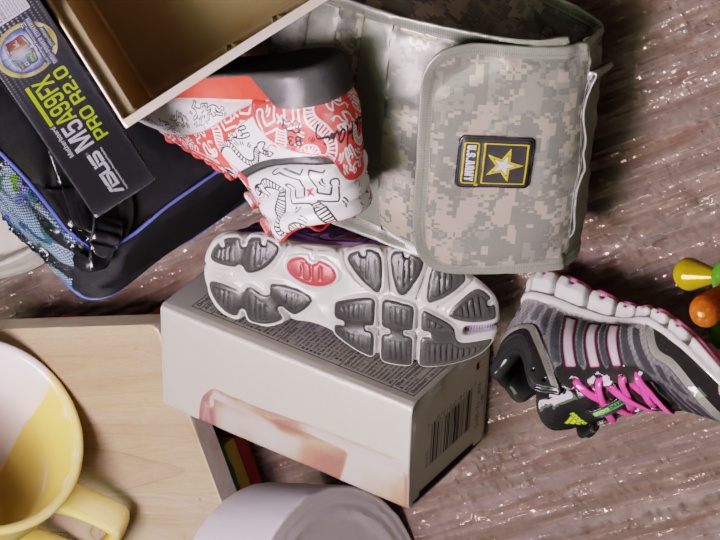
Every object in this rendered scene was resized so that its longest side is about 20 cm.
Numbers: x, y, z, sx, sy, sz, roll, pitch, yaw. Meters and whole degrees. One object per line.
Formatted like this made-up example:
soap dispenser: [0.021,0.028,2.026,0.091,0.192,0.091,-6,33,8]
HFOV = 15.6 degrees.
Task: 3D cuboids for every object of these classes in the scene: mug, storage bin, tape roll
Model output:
mug: [-0.280,0.162,1.872,0.187,0.149,0.153,51,143,9]
storage bin: [-0.094,-0.219,1.457,0.200,0.094,0.199,-32,95,6]
tape roll: [-0.039,0.246,1.789,0.071,0.202,0.203,-2,115,38]

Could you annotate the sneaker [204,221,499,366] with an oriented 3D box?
sneaker: [0.000,0.000,1.692,0.199,0.083,0.081,15,118,18]

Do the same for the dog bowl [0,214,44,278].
dog bowl: [-0.304,-0.060,1.825,0.200,0.200,0.074,-21,61,43]

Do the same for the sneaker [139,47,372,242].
sneaker: [-0.075,-0.072,1.557,0.201,0.067,0.108,2,113,45]

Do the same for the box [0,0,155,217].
box: [-0.201,-0.146,1.501,0.160,0.044,0.200,55,176,45]

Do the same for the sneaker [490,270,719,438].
sneaker: [0.150,0.066,1.569,0.200,0.088,0.074,23,164,50]

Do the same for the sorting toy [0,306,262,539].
sorting toy: [-0.167,0.114,1.897,0.199,0.070,0.199,-2,115,39]

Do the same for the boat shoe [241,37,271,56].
boat shoe: [-0.087,-0.178,1.585,0.072,0.068,0.200,3,138,37]

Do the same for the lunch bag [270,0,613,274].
lunch bag: [0.049,-0.097,1.563,0.199,0.118,0.164,22,130,24]

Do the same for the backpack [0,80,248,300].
backpack: [-0.175,-0.095,1.695,0.200,0.183,0.147,47,155,12]

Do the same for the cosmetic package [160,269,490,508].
cosmetic package: [-0.024,0.068,1.734,0.200,0.103,0.088,22,128,27]

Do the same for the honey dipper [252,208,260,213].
honey dipper: [0.031,-0.031,1.645,0.199,0.038,0.038,14,126,11]

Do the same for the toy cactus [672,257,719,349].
toy cactus: [0.277,0.009,1.481,0.165,0.102,0.200,37,126,0]
